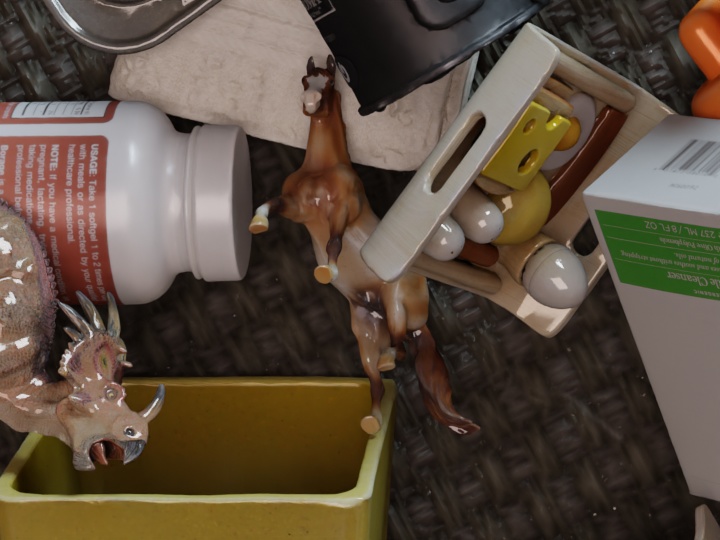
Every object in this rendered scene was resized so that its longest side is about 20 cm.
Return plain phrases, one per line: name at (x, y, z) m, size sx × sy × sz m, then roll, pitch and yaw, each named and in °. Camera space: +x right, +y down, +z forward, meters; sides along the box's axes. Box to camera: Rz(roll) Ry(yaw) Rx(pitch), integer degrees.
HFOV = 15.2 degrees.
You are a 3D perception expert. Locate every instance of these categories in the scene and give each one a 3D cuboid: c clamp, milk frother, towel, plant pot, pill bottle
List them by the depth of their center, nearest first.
milk frother at (0.047, -0.214, 1.390) m, size 0.200 × 0.180 × 0.189 m, roll -35°, pitch 97°, yaw -28°
c clamp at (-0.125, -0.212, 1.461) m, size 0.199 × 0.027 × 0.171 m, roll -29°, pitch 83°, yaw 0°
plant pot at (-0.079, 0.182, 1.461) m, size 0.194 × 0.194 × 0.201 m, roll -1°, pitch 106°, yaw 6°
pill bottle at (-0.162, -0.036, 1.474) m, size 0.199 × 0.112 × 0.113 m, roll 0°, pitch 97°, yaw 6°
towel at (-0.030, -0.135, 1.489) m, size 0.199 × 0.034 × 0.133 m, roll 15°, pitch 97°, yaw 5°

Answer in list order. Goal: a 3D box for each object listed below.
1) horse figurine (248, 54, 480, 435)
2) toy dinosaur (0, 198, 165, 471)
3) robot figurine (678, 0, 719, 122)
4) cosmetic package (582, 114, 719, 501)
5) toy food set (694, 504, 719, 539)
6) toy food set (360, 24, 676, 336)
horse figurine at (0.000, 0.000, 1.443) m, size 0.050 × 0.133 × 0.201 m, roll -23°, pitch 113°, yaw 21°
toy dinosaur at (-0.185, 0.019, 1.395) m, size 0.135 × 0.086 × 0.201 m, roll -19°, pitch 84°, yaw -1°
robot figurine at (0.255, -0.075, 1.428) m, size 0.144 × 0.117 × 0.200 m, roll -42°, pitch 91°, yaw -14°
cosmetic package at (0.206, 0.026, 1.404) m, size 0.085 × 0.107 × 0.201 m, roll -40°, pitch 121°, yaw -32°
toy food set at (0.121, 0.207, 1.478) m, size 0.199 × 0.061 × 0.144 m, roll -26°, pitch 138°, yaw 7°
toy food set at (0.095, -0.039, 1.408) m, size 0.060 × 0.200 × 0.144 m, roll 40°, pitch 100°, yaw 26°
